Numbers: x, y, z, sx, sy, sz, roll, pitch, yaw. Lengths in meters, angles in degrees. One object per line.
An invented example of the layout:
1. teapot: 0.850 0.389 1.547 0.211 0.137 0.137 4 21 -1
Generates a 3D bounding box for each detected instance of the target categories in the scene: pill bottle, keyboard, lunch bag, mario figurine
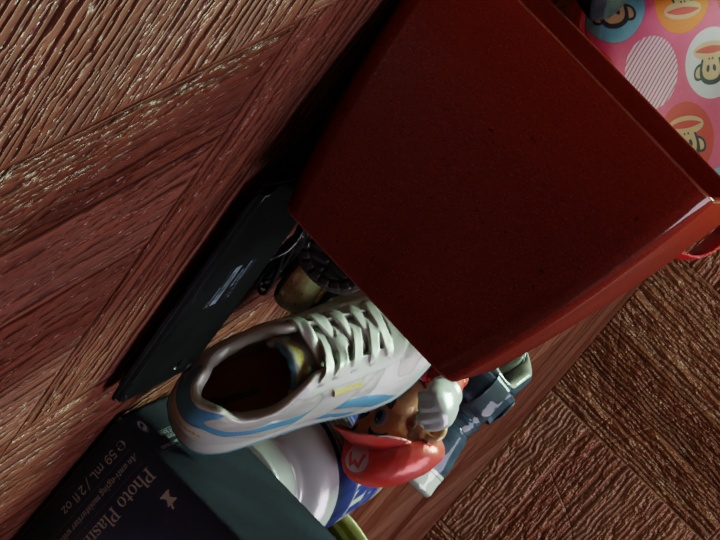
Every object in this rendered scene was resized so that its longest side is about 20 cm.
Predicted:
1. pill bottle: -0.059 0.140 1.944 0.120 0.120 0.200 -50 170 22
2. keyboard: -0.070 -0.004 1.585 0.127 0.021 0.200 -26 159 -51
3. lunch bag: 0.203 -0.096 1.675 0.199 0.178 0.082 -9 -174 -32
4. mario figurine: 0.033 0.056 1.893 0.123 0.105 0.201 96 16 -78

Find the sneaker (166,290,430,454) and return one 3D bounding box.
1. sneaker: -0.024 0.057 1.696 0.199 0.077 0.081 -25 171 -16

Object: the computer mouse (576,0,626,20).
1. computer mouse: 0.171 -0.242 1.565 0.201 0.053 0.138 -60 167 6

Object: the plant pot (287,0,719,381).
1. plant pot: 0.076 -0.048 1.497 0.176 0.200 0.200 -45 171 10

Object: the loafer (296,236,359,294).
1. loafer: 0.036 -0.074 1.645 0.200 0.073 0.071 -43 -178 15

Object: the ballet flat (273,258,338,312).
1. ballet flat: 0.000 0.000 1.790 0.066 0.057 0.200 -47 168 22

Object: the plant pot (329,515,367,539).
1. plant pot: -0.084 0.263 2.230 0.200 0.200 0.184 -46 -177 -1

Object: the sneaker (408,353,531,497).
1. sneaker: 0.053 0.081 2.112 0.146 0.077 0.202 -50 -149 -1

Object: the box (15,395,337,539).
1. box: -0.124 0.221 1.748 0.200 0.198 0.123 -49 170 19
